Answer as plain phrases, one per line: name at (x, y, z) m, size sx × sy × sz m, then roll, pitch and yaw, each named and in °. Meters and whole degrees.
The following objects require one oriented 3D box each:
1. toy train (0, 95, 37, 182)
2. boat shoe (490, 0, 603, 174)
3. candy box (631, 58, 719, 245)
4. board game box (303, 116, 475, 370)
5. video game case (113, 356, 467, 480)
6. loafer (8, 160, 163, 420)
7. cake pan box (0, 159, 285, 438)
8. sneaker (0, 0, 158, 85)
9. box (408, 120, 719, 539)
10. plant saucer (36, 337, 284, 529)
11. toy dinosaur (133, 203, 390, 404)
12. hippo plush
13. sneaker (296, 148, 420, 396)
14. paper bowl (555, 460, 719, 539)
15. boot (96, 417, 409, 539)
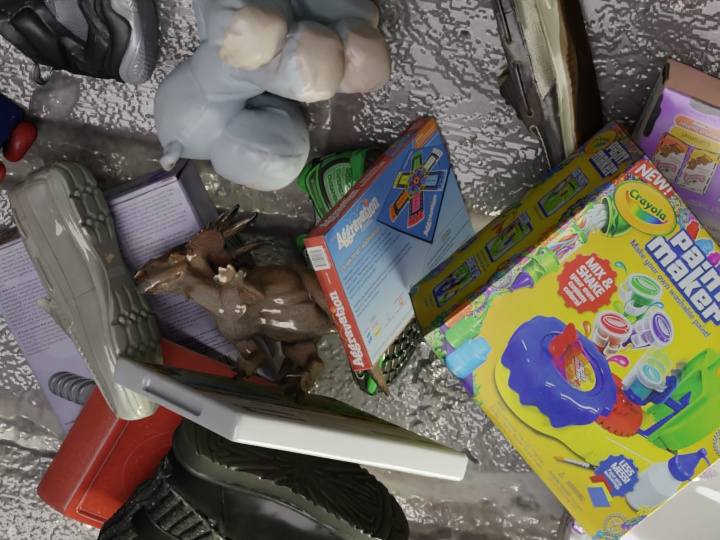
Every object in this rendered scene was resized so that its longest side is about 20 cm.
toy train at (-0.322, -0.055, 1.505) m, size 0.084 × 0.200 × 0.116 m, roll 34°, pitch 119°, yaw -6°
boat shoe at (0.131, -0.141, 1.465) m, size 0.064 × 0.073 × 0.202 m, roll -3°, pitch 110°, yaw 23°
candy box at (0.258, -0.026, 1.486) m, size 0.166 × 0.072 × 0.201 m, roll 22°, pitch 115°, yaw -1°
board game box at (0.024, -0.023, 1.459) m, size 0.019 × 0.200 × 0.104 m, roll -8°, pitch 113°, yaw 30°
video game case at (-0.052, 0.106, 1.459) m, size 0.199 × 0.181 × 0.023 m, roll 13°, pitch 93°, yaw -35°
loafer at (-0.205, 0.019, 1.524) m, size 0.069 × 0.070 × 0.202 m, roll -23°, pitch 85°, yaw 28°
cake pan box at (-0.177, 0.028, 1.597) m, size 0.198 × 0.052 × 0.185 m, roll -21°, pitch 111°, yaw 18°
sneaker at (-0.218, -0.225, 1.477) m, size 0.113 × 0.076 × 0.202 m, roll -6°, pitch 115°, yaw 9°
box at (0.170, 0.042, 1.402) m, size 0.192 × 0.122 × 0.200 m, roll -40°, pitch 103°, yaw 7°
plant saucer at (-0.133, 0.159, 1.616) m, size 0.198 × 0.037 × 0.201 m, roll 23°, pitch 124°, yaw -16°
toy dinosaur at (-0.060, 0.020, 1.492) m, size 0.198 × 0.136 × 0.086 m, roll 19°, pitch 114°, yaw -13°
hippo plush at (-0.091, -0.134, 1.451) m, size 0.199 × 0.160 × 0.162 m, roll 26°, pitch 115°, yaw -3°
sneaker at (0.000, 0.000, 1.550) m, size 0.084 × 0.078 × 0.202 m, roll 5°, pitch 114°, yaw 26°
paper bowl at (0.247, 0.222, 1.558) m, size 0.198 × 0.104 × 0.203 m, roll 0°, pitch 90°, yaw 0°
boot at (-0.083, 0.202, 1.576) m, size 0.210 × 0.080 × 0.158 m, roll 26°, pitch 121°, yaw -12°
